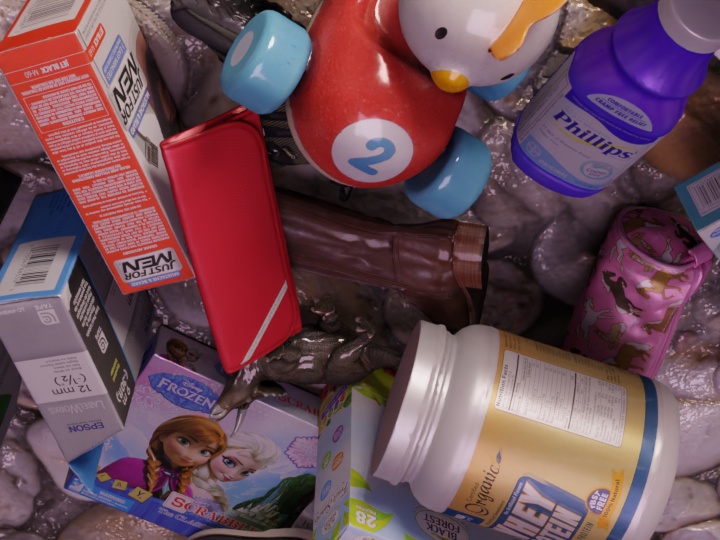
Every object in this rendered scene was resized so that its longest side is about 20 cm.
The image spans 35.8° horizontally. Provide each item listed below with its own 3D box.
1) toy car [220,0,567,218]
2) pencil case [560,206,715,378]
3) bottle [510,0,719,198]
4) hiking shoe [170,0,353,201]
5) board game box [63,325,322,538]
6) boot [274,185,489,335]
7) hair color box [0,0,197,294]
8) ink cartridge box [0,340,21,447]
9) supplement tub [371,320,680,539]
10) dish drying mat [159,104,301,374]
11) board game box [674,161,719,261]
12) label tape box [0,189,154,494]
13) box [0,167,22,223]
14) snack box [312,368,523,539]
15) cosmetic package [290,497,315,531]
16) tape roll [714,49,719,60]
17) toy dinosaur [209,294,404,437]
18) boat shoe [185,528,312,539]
[{"bbox_3d":[0.050,-0.138,0.670,0.184,0.200,0.177,28,78,-26],"label":"toy car"},{"bbox_3d":[0.216,0.045,0.904,0.086,0.083,0.200,14,125,3],"label":"pencil case"},{"bbox_3d":[0.174,-0.119,0.743,0.084,0.065,0.200,27,153,-7],"label":"bottle"},{"bbox_3d":[-0.060,-0.120,0.790,0.200,0.076,0.101,33,117,-23],"label":"hiking shoe"},{"bbox_3d":[-0.140,0.166,1.027,0.200,0.041,0.200,26,123,-18],"label":"board game box"},{"bbox_3d":[0.000,0.000,0.890,0.200,0.064,0.186,8,149,9],"label":"boot"},{"bbox_3d":[-0.172,-0.097,0.788,0.064,0.111,0.200,-12,126,10],"label":"hair color box"},{"bbox_3d":[-0.395,0.108,0.922,0.200,0.147,0.083,15,124,-12],"label":"ink cartridge box"},{"bbox_3d":[0.121,0.125,0.837,0.200,0.145,0.145,17,126,-1],"label":"supplement tub"},{"bbox_3d":[-0.087,-0.018,0.799,0.077,0.018,0.200,-29,131,-24],"label":"dish drying mat"},{"bbox_3d":[0.342,-0.038,0.823,0.151,0.047,0.200,-30,141,21],"label":"board game box"},{"bbox_3d":[-0.211,0.055,0.881,0.066,0.143,0.200,-11,126,9],"label":"label tape box"},{"bbox_3d":[-0.342,-0.009,0.799,0.122,0.200,0.106,29,122,-20],"label":"box"},{"bbox_3d":[0.049,0.183,0.938,0.169,0.200,0.068,25,124,-17],"label":"snack box"},{"bbox_3d":[-0.036,0.306,1.082,0.113,0.081,0.200,37,125,12],"label":"cosmetic package"},{"bbox_3d":[0.296,-0.221,0.714,0.202,0.071,0.203,0,128,1],"label":"tape roll"},{"bbox_3d":[-0.035,0.066,0.923,0.200,0.077,0.102,-12,151,-7],"label":"toy dinosaur"},{"bbox_3d":[-0.115,0.283,1.026,0.200,0.063,0.073,-16,115,34],"label":"boat shoe"}]
